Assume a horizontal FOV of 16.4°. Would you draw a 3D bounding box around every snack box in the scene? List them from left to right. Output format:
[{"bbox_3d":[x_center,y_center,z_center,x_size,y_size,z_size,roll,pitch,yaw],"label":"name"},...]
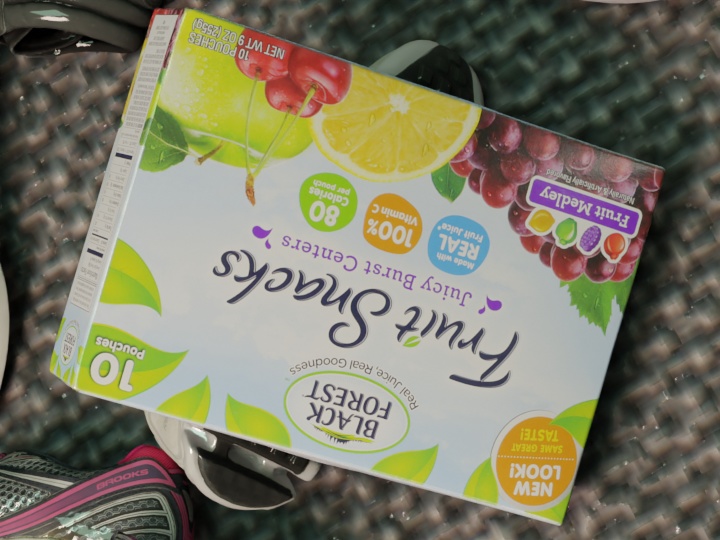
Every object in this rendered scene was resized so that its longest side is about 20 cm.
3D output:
[{"bbox_3d":[0.000,0.000,0.928,0.199,0.053,0.143,17,91,-20],"label":"snack box"}]

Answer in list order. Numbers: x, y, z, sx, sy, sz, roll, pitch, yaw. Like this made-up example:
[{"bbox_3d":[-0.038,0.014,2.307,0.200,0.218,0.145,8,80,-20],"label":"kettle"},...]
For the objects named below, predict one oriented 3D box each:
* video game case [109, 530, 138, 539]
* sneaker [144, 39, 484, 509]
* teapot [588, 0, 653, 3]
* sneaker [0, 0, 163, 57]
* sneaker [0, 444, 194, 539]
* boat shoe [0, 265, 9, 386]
[{"bbox_3d":[-0.057,0.229,0.958,0.180,0.036,0.201,26,93,-2],"label":"video game case"},{"bbox_3d":[-0.023,-0.006,0.993,0.201,0.075,0.081,-58,30,-6],"label":"sneaker"},{"bbox_3d":[0.085,-0.198,0.931,0.196,0.146,0.201,18,91,23],"label":"teapot"},{"bbox_3d":[-0.162,-0.149,1.065,0.199,0.071,0.100,17,88,21],"label":"sneaker"},{"bbox_3d":[-0.161,0.111,1.035,0.199,0.081,0.075,1,67,15],"label":"sneaker"},{"bbox_3d":[-0.194,-0.025,1.048,0.073,0.060,0.201,3,100,31],"label":"boat shoe"}]
